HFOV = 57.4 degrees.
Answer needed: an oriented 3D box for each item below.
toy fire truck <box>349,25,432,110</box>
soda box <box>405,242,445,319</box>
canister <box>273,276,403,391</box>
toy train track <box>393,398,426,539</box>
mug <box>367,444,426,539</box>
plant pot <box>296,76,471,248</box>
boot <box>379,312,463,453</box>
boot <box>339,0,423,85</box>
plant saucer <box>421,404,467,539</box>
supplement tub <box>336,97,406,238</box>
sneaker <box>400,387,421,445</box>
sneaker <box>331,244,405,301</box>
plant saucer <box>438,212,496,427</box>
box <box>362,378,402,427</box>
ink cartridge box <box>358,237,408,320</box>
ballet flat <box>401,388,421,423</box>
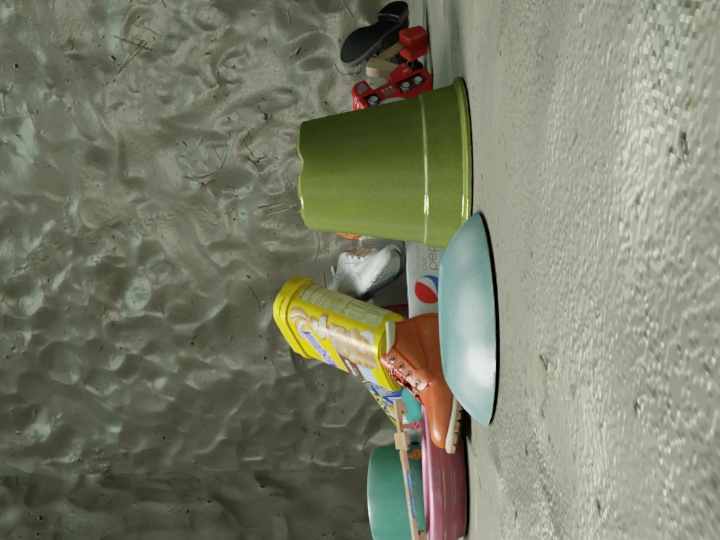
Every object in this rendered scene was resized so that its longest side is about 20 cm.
[{"bbox_3d":[0.056,-0.348,1.168,0.142,0.197,0.049,56,165,31],"label":"toy fire truck"},{"bbox_3d":[0.099,0.012,0.978,0.068,0.062,0.204,82,-174,-67],"label":"soda box"},{"bbox_3d":[-0.023,0.098,1.019,0.087,0.197,0.150,-55,-36,-26],"label":"canister"},{"bbox_3d":[0.077,0.285,0.937,0.115,0.032,0.205,106,157,-76],"label":"toy train track"},{"bbox_3d":[0.084,0.346,1.052,0.187,0.112,0.154,-79,-22,-51],"label":"mug"},{"bbox_3d":[0.025,-0.115,0.763,0.200,0.185,0.205,-1,-90,-88],"label":"plant pot"},{"bbox_3d":[0.078,0.139,0.833,0.203,0.104,0.076,-92,0,-46],"label":"boot"},{"bbox_3d":[0.052,-0.397,1.273,0.200,0.069,0.176,-46,-37,-22],"label":"boot"},{"bbox_3d":[0.111,0.273,0.882,0.201,0.050,0.206,-2,-90,-87],"label":"plant saucer"},{"bbox_3d":[0.025,-0.139,0.951,0.200,0.120,0.125,-45,36,44],"label":"supplement tub"},{"bbox_3d":[0.110,0.201,1.125,0.203,0.078,0.130,68,-153,-16],"label":"sneaker"},{"bbox_3d":[0.000,0.000,1.035,0.200,0.073,0.089,-37,76,56],"label":"sneaker"},{"bbox_3d":[0.098,0.047,0.638,0.201,0.038,0.206,-1,-90,-88],"label":"plant saucer"},{"bbox_3d":[0.078,0.230,1.210,0.201,0.063,0.071,58,-150,-36],"label":"box"},{"bbox_3d":[0.065,-0.024,1.136,0.146,0.083,0.204,-53,-49,-62],"label":"ink cartridge box"},{"bbox_3d":[0.104,0.174,0.980,0.069,0.066,0.202,59,162,29],"label":"ballet flat"}]
